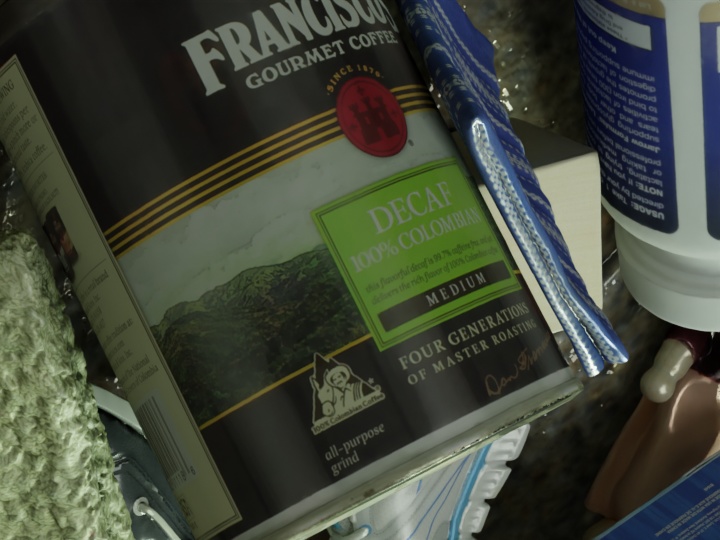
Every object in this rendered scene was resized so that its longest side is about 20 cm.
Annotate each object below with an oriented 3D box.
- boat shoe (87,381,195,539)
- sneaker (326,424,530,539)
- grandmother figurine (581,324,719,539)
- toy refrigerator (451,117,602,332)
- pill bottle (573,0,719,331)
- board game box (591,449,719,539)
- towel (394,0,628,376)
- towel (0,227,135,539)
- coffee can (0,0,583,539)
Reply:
[{"bbox_3d":[-0.100,0.093,0.982,0.200,0.075,0.061,35,61,-41],"label":"boat shoe"},{"bbox_3d":[0.008,0.115,1.094,0.086,0.075,0.202,12,90,-35],"label":"sneaker"},{"bbox_3d":[0.164,0.044,1.196,0.121,0.060,0.201,-8,120,-67],"label":"grandmother figurine"},{"bbox_3d":[0.000,0.000,1.022,0.199,0.070,0.077,-17,115,-29],"label":"toy refrigerator"},{"bbox_3d":[0.148,-0.078,1.038,0.115,0.116,0.201,-30,136,-22],"label":"pill bottle"},{"bbox_3d":[0.121,0.192,1.169,0.199,0.043,0.200,-29,144,-36],"label":"board game box"},{"bbox_3d":[0.042,-0.070,0.938,0.024,0.201,0.145,-27,133,6],"label":"towel"},{"bbox_3d":[-0.161,0.072,0.907,0.147,0.037,0.201,-4,127,5],"label":"towel"},{"bbox_3d":[-0.031,-0.015,0.870,0.146,0.146,0.201,-24,84,-26],"label":"coffee can"}]
